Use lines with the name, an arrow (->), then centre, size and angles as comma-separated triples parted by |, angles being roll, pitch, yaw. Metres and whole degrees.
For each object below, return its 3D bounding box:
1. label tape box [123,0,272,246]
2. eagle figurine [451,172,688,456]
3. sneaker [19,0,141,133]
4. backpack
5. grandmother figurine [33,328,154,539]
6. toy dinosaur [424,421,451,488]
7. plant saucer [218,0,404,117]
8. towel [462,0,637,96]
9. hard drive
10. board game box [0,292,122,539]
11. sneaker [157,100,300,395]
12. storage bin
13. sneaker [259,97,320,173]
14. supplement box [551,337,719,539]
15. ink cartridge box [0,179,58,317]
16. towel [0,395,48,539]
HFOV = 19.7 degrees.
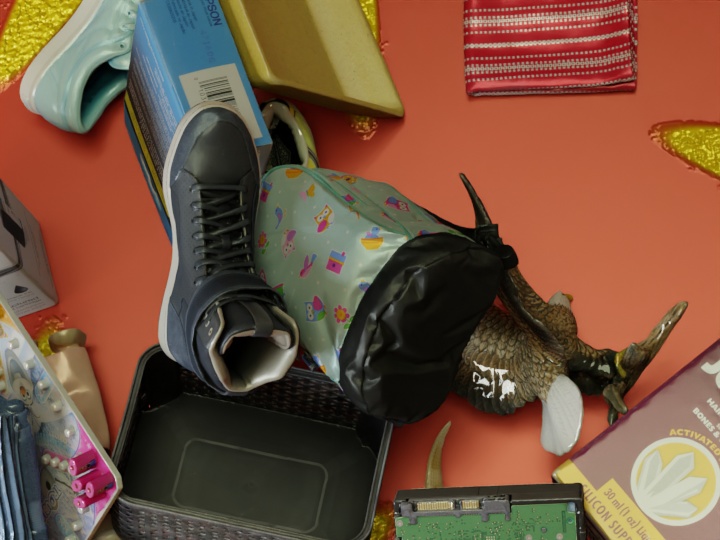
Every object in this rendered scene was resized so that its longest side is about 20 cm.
label tape box -> -0.132, -0.110, 1.641 | 0.066, 0.200, 0.143 | -17, 71, -15
eagle figurine -> 0.125, 0.040, 1.595 | 0.200, 0.151, 0.152 | 30, 89, 4
sneaker -> -0.192, -0.196, 1.725 | 0.082, 0.074, 0.200 | 37, 92, 27
backpack -> 0.000, 0.000, 1.535 | 0.200, 0.127, 0.167 | 43, 106, 47
grandmother figurine -> -0.219, 0.149, 1.640 | 0.121, 0.061, 0.200 | -17, 75, 3
toy dinosaur -> 0.057, 0.226, 1.591 | 0.101, 0.058, 0.200 | -15, 80, -13
plant saucer -> -0.065, -0.211, 1.671 | 0.048, 0.200, 0.200 | -31, 70, 27
towel -> 0.157, -0.242, 1.725 | 0.145, 0.022, 0.200 | -2, 74, 8
hard drive -> 0.100, 0.255, 1.519 | 0.140, 0.038, 0.200 | -4, 106, 7
board game box -> -0.272, 0.136, 1.586 | 0.026, 0.200, 0.200 | -21, 67, -39
sneaker -> -0.090, -0.011, 1.476 | 0.077, 0.146, 0.202 | -2, 105, -22
storage bin -> -0.083, 0.148, 1.578 | 0.200, 0.094, 0.135 | 12, 62, 1
sneaker -> -0.060, -0.043, 1.664 | 0.075, 0.076, 0.200 | -16, 75, 1
supplement box -> 0.260, 0.149, 1.552 | 0.200, 0.103, 0.131 | -39, 71, -6
ink cartridge box -> -0.337, -0.013, 1.625 | 0.144, 0.200, 0.084 | -19, 72, 2
towel -> -0.281, 0.183, 1.560 | 0.049, 0.200, 0.112 | -22, 25, -38
